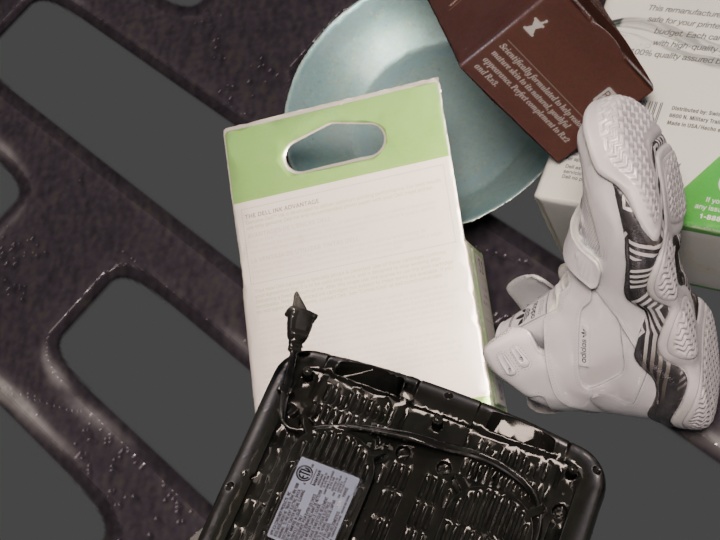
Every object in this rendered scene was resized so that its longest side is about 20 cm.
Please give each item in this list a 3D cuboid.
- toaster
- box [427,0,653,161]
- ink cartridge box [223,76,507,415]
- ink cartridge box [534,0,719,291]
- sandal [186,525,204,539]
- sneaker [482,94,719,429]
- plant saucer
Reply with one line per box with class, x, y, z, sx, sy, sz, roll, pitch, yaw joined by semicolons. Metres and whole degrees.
toaster;0.014;0.146;0.698;0.181;0.119;0.200;19;64;9
box;0.085;-0.166;0.803;0.075;0.100;0.200;-39;40;17
ink cartridge box;0.000;0.000;0.828;0.145;0.048;0.200;-12;74;16
ink cartridge box;0.206;-0.097;0.806;0.146;0.083;0.200;13;70;27
sandal;-0.026;0.194;0.763;0.200;0.048;0.075;30;78;30
sneaker;0.117;0.005;0.732;0.115;0.200;0.075;-6;34;26
plant saucer;0.049;-0.104;0.898;0.201;0.039;0.201;-9;61;16
